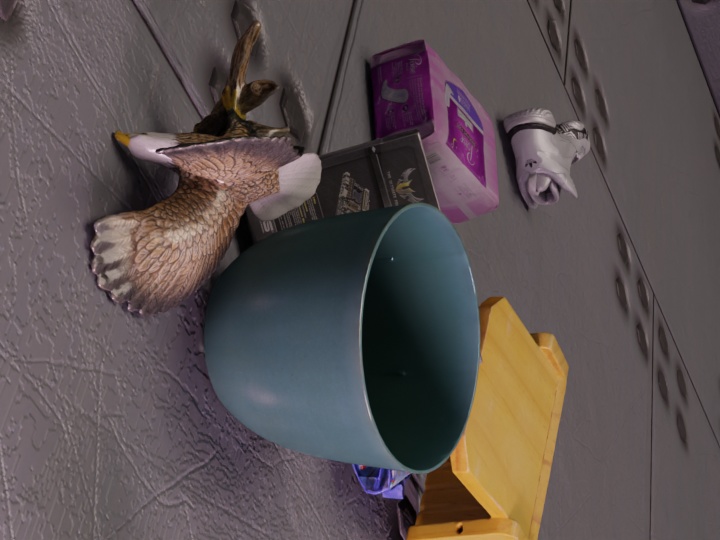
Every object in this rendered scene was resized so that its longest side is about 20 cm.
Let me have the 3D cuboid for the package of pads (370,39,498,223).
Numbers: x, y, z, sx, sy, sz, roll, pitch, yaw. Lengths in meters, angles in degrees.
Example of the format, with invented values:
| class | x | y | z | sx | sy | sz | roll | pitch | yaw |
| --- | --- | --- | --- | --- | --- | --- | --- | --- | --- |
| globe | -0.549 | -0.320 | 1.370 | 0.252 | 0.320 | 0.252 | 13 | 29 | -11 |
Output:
| class | x | y | z | sx | sy | sz | roll | pitch | yaw |
| --- | --- | --- | --- | --- | --- | --- | --- | --- | --- |
| package of pads | 0.081 | -0.143 | 1.878 | 0.200 | 0.075 | 0.121 | 40 | 40 | -57 |

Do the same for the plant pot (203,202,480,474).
| class | x | y | z | sx | sy | sz | roll | pitch | yaw |
| --- | --- | --- | --- | --- | --- | --- | --- | --- | --- |
| plant pot | -0.022 | 0.052 | 1.358 | 0.200 | 0.160 | 0.202 | 4 | 85 | -62 |

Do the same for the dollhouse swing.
| class | x | y | z | sx | sy | sz | roll | pitch | yaw |
| --- | --- | --- | --- | --- | --- | --- | --- | --- | --- |
| dollhouse swing | 0.085 | 0.141 | 1.602 | 0.176 | 0.181 | 0.201 | 37 | 55 | -37 |

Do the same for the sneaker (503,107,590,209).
| class | x | y | z | sx | sy | sz | roll | pitch | yaw |
| --- | --- | --- | --- | --- | --- | --- | --- | --- | --- |
| sneaker | 0.248 | -0.136 | 2.299 | 0.200 | 0.075 | 0.116 | 13 | 66 | -61 |

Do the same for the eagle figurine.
| class | x | y | z | sx | sy | sz | roll | pitch | yaw |
| --- | --- | --- | --- | --- | --- | --- | --- | --- | --- |
| eagle figurine | -0.112 | -0.067 | 1.292 | 0.200 | 0.150 | 0.153 | -88 | 166 | -59 |

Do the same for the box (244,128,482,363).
| class | x | y | z | sx | sy | sz | roll | pitch | yaw |
| --- | --- | --- | --- | --- | --- | --- | --- | --- | --- |
| box | 0.000 | 0.000 | 1.471 | 0.048 | 0.157 | 0.201 | -87 | 161 | -83 |

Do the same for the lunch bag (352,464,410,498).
| class | x | y | z | sx | sy | sz | roll | pitch | yaw |
| --- | --- | --- | --- | --- | --- | --- | --- | --- | --- |
| lunch bag | 0.022 | 0.104 | 1.585 | 0.151 | 0.093 | 0.202 | -19 | 108 | -77 |
